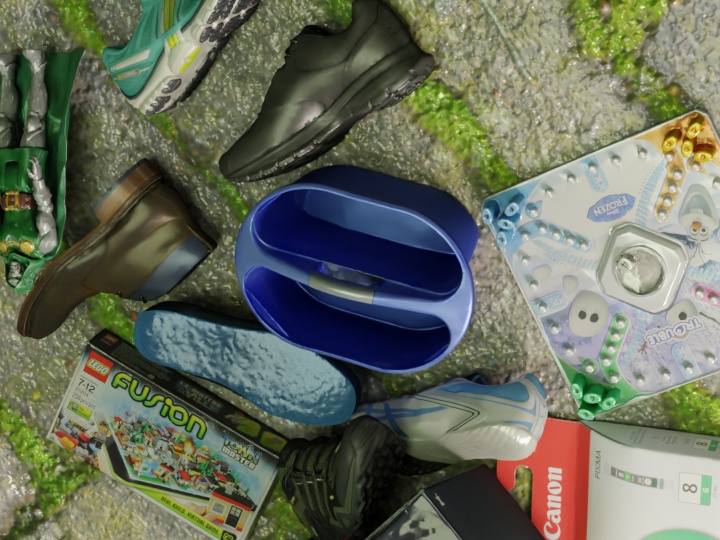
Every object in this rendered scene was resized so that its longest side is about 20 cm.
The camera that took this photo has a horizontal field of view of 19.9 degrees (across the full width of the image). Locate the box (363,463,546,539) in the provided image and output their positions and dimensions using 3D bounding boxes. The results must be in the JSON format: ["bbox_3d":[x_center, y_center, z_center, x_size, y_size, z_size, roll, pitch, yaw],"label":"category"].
[{"bbox_3d":[0.041,0.268,1.624,0.198,0.200,0.123,-44,78,14],"label":"box"}]

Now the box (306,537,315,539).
[{"bbox_3d":[-0.022,0.356,1.804,0.200,0.049,0.160,42,116,1],"label":"box"}]

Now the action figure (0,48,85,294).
[{"bbox_3d":[-0.280,-0.081,1.698,0.118,0.055,0.201,-2,89,33],"label":"action figure"}]

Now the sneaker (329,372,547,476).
[{"bbox_3d":[0.066,0.122,1.682,0.199,0.073,0.072,-6,136,34],"label":"sneaker"}]

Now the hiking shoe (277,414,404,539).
[{"bbox_3d":[-0.027,0.172,1.686,0.100,0.076,0.200,30,147,13],"label":"hiking shoe"}]

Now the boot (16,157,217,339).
[{"bbox_3d":[-0.207,0.009,1.725,0.097,0.075,0.200,42,116,4],"label":"boot"}]

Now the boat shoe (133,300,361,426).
[{"bbox_3d":[-0.087,0.064,1.708,0.199,0.069,0.084,26,108,8],"label":"boat shoe"}]

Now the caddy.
[{"bbox_3d":[0.000,0.000,1.627,0.199,0.105,0.142,15,113,14],"label":"caddy"}]

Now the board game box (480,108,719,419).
[{"bbox_3d":[0.217,0.001,1.594,0.199,0.026,0.201,-22,100,25],"label":"board game box"}]

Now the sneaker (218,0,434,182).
[{"bbox_3d":[-0.038,-0.141,1.617,0.200,0.076,0.091,-34,86,20],"label":"sneaker"}]

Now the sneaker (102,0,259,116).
[{"bbox_3d":[-0.138,-0.210,1.620,0.080,0.077,0.200,47,118,8],"label":"sneaker"}]

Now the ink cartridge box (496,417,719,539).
[{"bbox_3d":[0.202,0.205,1.665,0.199,0.050,0.162,6,111,16],"label":"ink cartridge box"}]

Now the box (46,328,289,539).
[{"bbox_3d":[-0.166,0.148,1.784,0.199,0.035,0.110,30,117,7],"label":"box"}]
